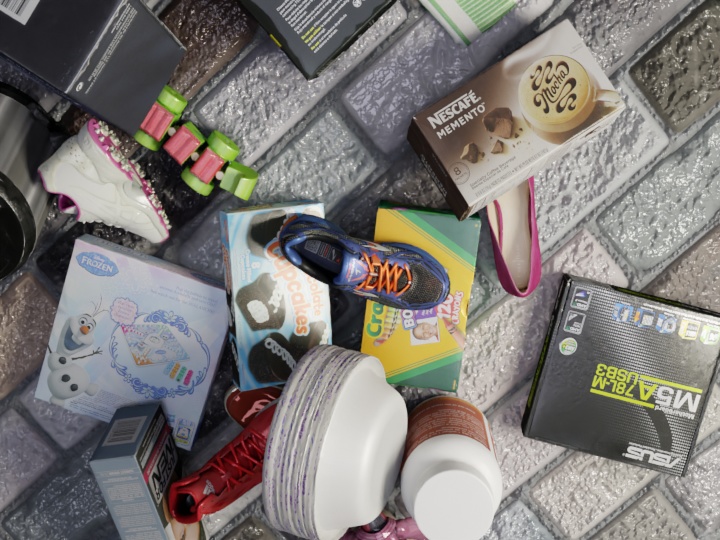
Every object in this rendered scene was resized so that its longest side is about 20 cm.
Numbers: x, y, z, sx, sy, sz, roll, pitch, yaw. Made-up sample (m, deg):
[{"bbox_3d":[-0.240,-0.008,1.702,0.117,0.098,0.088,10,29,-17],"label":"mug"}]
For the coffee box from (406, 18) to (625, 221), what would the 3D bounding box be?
[{"bbox_3d":[0.160,-0.156,1.090,0.198,0.080,0.114,-32,83,-5],"label":"coffee box"}]

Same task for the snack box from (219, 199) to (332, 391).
[{"bbox_3d":[-0.094,0.027,1.173,0.114,0.037,0.204,-8,103,-22],"label":"snack box"}]

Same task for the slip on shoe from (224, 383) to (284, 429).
[{"bbox_3d":[-0.075,0.198,1.218,0.199,0.061,0.074,38,103,-4],"label":"slip on shoe"}]

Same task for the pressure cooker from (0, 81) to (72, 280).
[{"bbox_3d":[-0.409,-0.106,1.107,0.175,0.202,0.178,32,125,-24],"label":"pressure cooker"}]

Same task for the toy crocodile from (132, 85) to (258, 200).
[{"bbox_3d":[-0.200,-0.146,1.150,0.199,0.062,0.068,40,101,-5],"label":"toy crocodile"}]

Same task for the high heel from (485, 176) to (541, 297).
[{"bbox_3d":[0.162,-0.073,1.131,0.066,0.096,0.204,-4,102,3],"label":"high heel"}]

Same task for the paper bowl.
[{"bbox_3d":[-0.018,0.187,1.090,0.103,0.200,0.204,12,103,18],"label":"paper bowl"}]

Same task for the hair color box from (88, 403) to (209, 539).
[{"bbox_3d":[-0.239,0.267,1.192,0.060,0.099,0.203,-8,117,12],"label":"hair color box"}]

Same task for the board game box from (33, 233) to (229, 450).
[{"bbox_3d":[-0.260,0.084,1.210,0.197,0.043,0.202,19,103,-2],"label":"board game box"}]

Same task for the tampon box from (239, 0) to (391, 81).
[{"bbox_3d":[-0.071,-0.315,1.064,0.126,0.150,0.200,-41,97,9],"label":"tampon box"}]

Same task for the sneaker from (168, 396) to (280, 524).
[{"bbox_3d":[-0.134,0.223,1.150,0.078,0.115,0.200,46,110,7],"label":"sneaker"}]

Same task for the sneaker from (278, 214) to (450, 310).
[{"bbox_3d":[0.000,0.000,1.105,0.197,0.078,0.077,15,104,4],"label":"sneaker"}]

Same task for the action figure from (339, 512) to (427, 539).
[{"bbox_3d":[0.031,0.344,1.206,0.132,0.150,0.202,-22,114,13],"label":"action figure"}]

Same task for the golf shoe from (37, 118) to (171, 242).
[{"bbox_3d":[-0.273,-0.082,1.113,0.091,0.201,0.076,-31,58,-2],"label":"golf shoe"}]

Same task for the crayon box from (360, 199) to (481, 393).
[{"bbox_3d":[0.066,0.028,1.176,0.117,0.058,0.204,7,102,2],"label":"crayon box"}]

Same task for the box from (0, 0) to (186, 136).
[{"bbox_3d":[-0.306,-0.250,1.038,0.198,0.198,0.124,32,90,8],"label":"box"}]

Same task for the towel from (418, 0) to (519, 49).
[{"bbox_3d":[0.135,-0.361,1.112,0.200,0.023,0.153,-44,97,9],"label":"towel"}]

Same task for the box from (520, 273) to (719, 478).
[{"bbox_3d":[0.304,0.121,1.192,0.197,0.048,0.196,15,100,0],"label":"box"}]

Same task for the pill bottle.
[{"bbox_3d":[0.098,0.222,1.143,0.110,0.200,0.114,1,102,3],"label":"pill bottle"}]
